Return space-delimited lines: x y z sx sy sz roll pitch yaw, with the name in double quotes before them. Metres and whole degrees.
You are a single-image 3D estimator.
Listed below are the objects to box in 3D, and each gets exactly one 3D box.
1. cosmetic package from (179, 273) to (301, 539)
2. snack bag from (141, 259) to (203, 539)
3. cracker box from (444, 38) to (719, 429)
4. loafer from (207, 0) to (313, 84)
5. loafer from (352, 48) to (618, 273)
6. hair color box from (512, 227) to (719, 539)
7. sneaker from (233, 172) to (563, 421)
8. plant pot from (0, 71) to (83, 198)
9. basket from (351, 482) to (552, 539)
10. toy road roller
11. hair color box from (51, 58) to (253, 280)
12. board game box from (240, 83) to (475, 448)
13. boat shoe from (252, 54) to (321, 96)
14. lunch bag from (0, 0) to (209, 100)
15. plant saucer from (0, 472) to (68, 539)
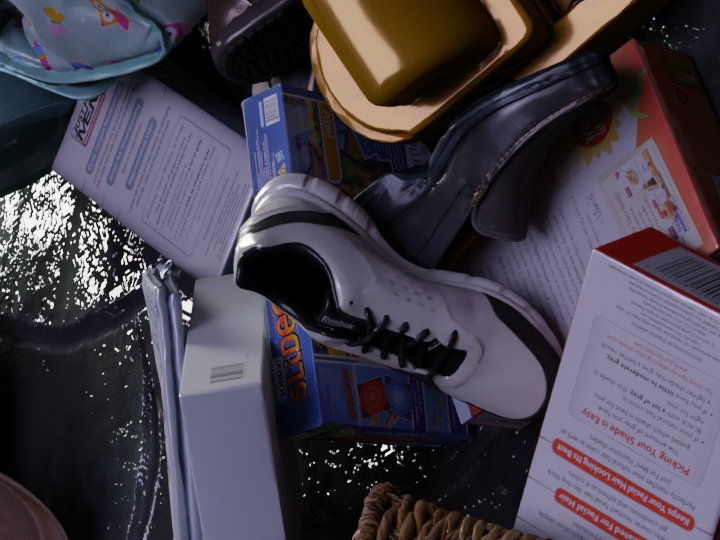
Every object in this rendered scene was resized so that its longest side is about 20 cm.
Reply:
"cosmetic package" -0.067 0.103 1.283 0.200 0.051 0.151 -94 -5 -72
"snack bag" -0.116 0.089 1.359 0.200 0.021 0.189 -133 37 -80
"cracker box" 0.119 -0.016 1.222 0.200 0.058 0.134 -37 60 35
"loafer" -0.013 -0.194 1.320 0.200 0.073 0.071 -31 60 2
"loafer" 0.073 -0.048 1.195 0.200 0.073 0.072 -39 78 39
"hair color box" 0.153 0.093 1.128 0.111 0.064 0.201 29 118 30
"sneaker" 0.017 0.028 1.174 0.200 0.080 0.074 29 121 4
"plant pot" -0.286 -0.156 1.558 0.200 0.200 0.188 -40 72 34
"basket" 0.046 0.237 1.149 0.149 0.143 0.200 13 134 44
"toy road roller" 0.058 -0.152 1.210 0.200 0.146 0.123 -39 76 22
"hair color box" -0.116 -0.068 1.461 0.200 0.061 0.099 35 109 41
"board game box" 0.000 0.000 1.284 0.034 0.135 0.201 -20 71 40
"boat shoe" -0.037 -0.117 1.377 0.062 0.071 0.201 -20 64 26
"lunch bag" -0.158 -0.205 1.429 0.200 0.122 0.170 -14 32 52
"plant saucer" -0.297 0.200 1.539 0.201 0.200 0.037 -53 21 26
